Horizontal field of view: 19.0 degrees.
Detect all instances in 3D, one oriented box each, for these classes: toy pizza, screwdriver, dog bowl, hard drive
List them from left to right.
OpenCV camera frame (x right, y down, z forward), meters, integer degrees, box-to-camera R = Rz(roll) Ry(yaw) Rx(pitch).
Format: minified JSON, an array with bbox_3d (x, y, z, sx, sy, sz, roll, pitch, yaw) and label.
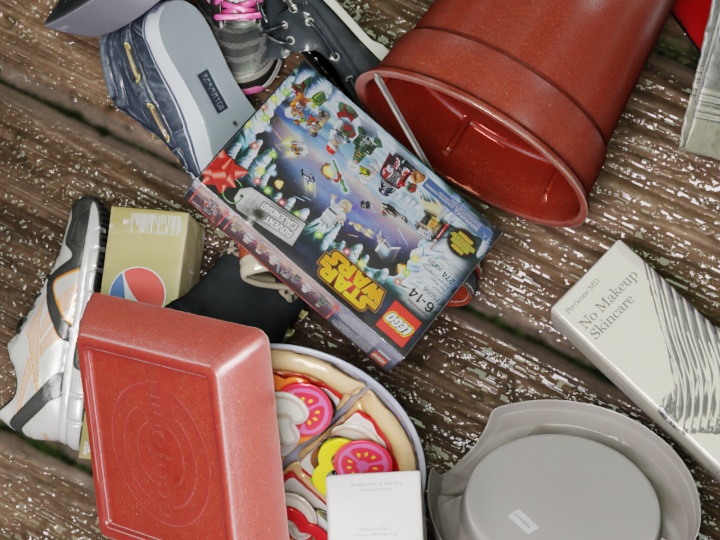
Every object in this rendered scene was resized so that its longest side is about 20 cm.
[{"bbox_3d":[-0.170,-0.248,1.668,0.042,0.200,0.135,36,69,-20],"label":"hard drive"},{"bbox_3d":[-0.052,0.142,1.560,0.200,0.032,0.200,6,122,10],"label":"toy pizza"},{"bbox_3d":[0.050,-0.080,1.626,0.028,0.200,0.029,-34,36,-2],"label":"screwdriver"},{"bbox_3d":[0.146,0.185,1.573,0.200,0.059,0.200,2,42,-1],"label":"dog bowl"}]

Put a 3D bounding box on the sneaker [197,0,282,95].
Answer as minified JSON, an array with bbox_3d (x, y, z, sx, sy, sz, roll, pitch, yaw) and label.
[{"bbox_3d":[-0.099,-0.242,1.711,0.074,0.087,0.200,0,80,7],"label":"sneaker"}]

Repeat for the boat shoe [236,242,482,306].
[{"bbox_3d":[0.000,0.000,1.632,0.200,0.071,0.063,15,53,-21],"label":"boat shoe"}]

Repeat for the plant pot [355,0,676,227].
[{"bbox_3d":[0.131,-0.168,1.628,0.201,0.201,0.195,29,76,11],"label":"plant pot"}]

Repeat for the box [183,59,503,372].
[{"bbox_3d":[-0.011,-0.041,1.583,0.200,0.040,0.137,40,63,-3],"label":"box"}]

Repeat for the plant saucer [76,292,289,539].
[{"bbox_3d":[-0.135,0.127,1.538,0.200,0.037,0.200,11,112,46],"label":"plant saucer"}]

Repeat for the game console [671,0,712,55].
[{"bbox_3d":[0.369,-0.178,1.680,0.200,0.119,0.172,-28,47,1],"label":"game console"}]

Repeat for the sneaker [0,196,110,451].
[{"bbox_3d":[-0.237,0.038,1.685,0.080,0.074,0.200,6,80,11],"label":"sneaker"}]

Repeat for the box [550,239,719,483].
[{"bbox_3d":[0.241,0.075,1.623,0.200,0.068,0.082,43,87,11],"label":"box"}]

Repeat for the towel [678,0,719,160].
[{"bbox_3d":[0.349,-0.165,1.612,0.200,0.035,0.193,10,109,-14],"label":"towel"}]

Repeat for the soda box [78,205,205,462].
[{"bbox_3d":[-0.169,0.054,1.676,0.064,0.068,0.200,6,81,9],"label":"soda box"}]

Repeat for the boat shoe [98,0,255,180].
[{"bbox_3d":[-0.134,-0.114,1.708,0.071,0.091,0.200,-31,102,-41],"label":"boat shoe"}]

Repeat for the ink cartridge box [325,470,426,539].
[{"bbox_3d":[0.015,0.246,1.466,0.067,0.116,0.200,-3,72,2],"label":"ink cartridge box"}]

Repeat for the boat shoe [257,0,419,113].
[{"bbox_3d":[-0.043,-0.182,1.669,0.199,0.075,0.066,41,85,-28],"label":"boat shoe"}]

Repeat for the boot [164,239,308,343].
[{"bbox_3d":[-0.079,0.083,1.649,0.154,0.073,0.204,-50,117,-34],"label":"boot"}]
